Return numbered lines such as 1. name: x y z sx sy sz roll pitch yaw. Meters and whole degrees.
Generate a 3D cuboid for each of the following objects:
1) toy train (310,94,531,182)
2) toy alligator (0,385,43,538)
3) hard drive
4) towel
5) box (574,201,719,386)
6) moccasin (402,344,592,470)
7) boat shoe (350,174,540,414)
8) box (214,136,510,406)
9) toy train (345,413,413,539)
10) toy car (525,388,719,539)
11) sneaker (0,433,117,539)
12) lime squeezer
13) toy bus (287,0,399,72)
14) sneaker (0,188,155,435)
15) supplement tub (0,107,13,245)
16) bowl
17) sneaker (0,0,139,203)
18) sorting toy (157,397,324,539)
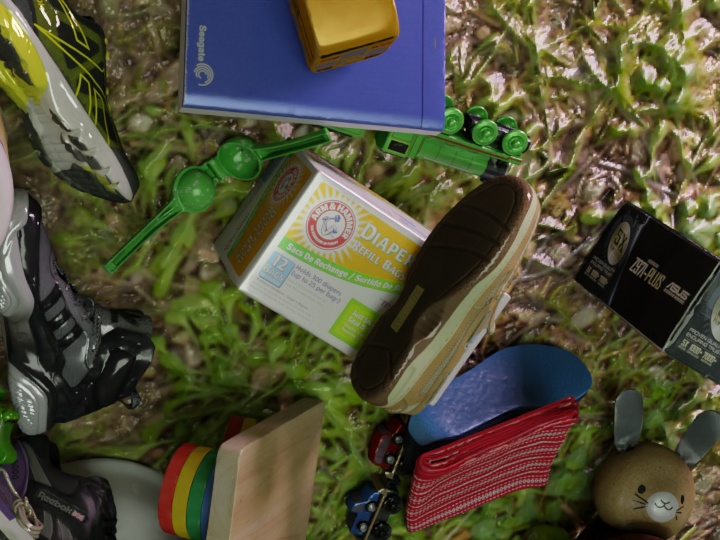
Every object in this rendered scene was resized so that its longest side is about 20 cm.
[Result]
1. toy train: 0.045 -0.115 1.029 0.198 0.042 0.057 16 114 -22
2. toy alligator: -0.282 0.105 0.960 0.054 0.059 0.200 -42 79 -2
3. hard drive: -0.033 -0.175 0.959 0.198 0.025 0.133 3 82 -18
4. towel: 0.108 0.171 1.095 0.143 0.023 0.200 -19 156 -10
5. box: 0.308 0.043 1.101 0.199 0.164 0.086 29 100 -24
6. moccasin: 0.111 0.116 1.111 0.199 0.081 0.068 -11 141 -33
7. boat shoe: 0.074 0.022 0.968 0.076 0.072 0.201 28 106 -39
8. box: 0.000 0.000 1.022 0.199 0.101 0.113 31 98 -25
9. toy train: 0.030 0.153 1.127 0.045 0.034 0.202 16 104 -18
10. toy car: 0.261 0.215 1.168 0.163 0.158 0.202 15 94 -11
11. sneaker: -0.211 0.202 0.978 0.200 0.076 0.087 42 70 16
12. lime squeezer: -0.109 -0.062 0.986 0.199 0.071 0.038 -30 134 9
13. toy bus: -0.031 -0.249 0.910 0.065 0.078 0.202 -17 89 -10
14. sneaker: -0.217 0.027 0.983 0.113 0.076 0.202 -7 117 -15
15. supplement tub: -0.303 -0.073 0.846 0.144 0.200 0.147 -6 111 -15
16. bowl: -0.215 0.264 1.061 0.199 0.090 0.203 -6 111 -16
17. sneaker: -0.203 -0.134 0.925 0.085 0.074 0.201 -54 137 -28
18. sorting toy: -0.103 0.210 1.027 0.069 0.200 0.201 10 97 15
